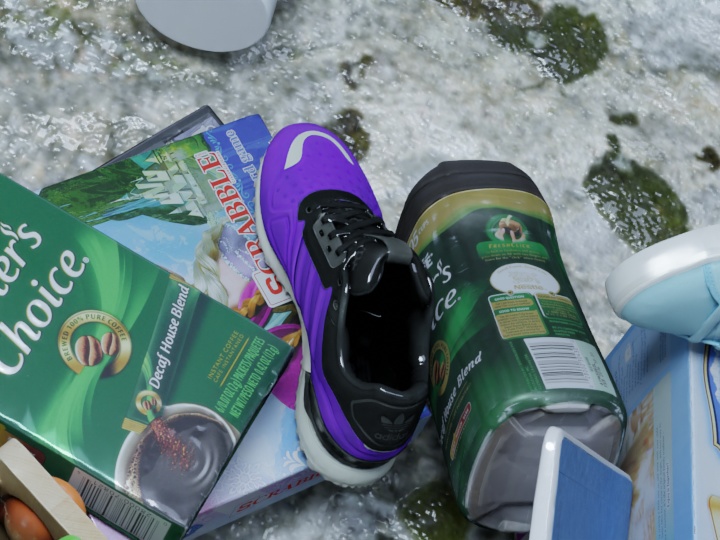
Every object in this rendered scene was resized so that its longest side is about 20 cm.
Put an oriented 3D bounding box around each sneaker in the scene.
[{"bbox_3d":[0.220,0.027,1.186,0.198,0.074,0.082,1,56,-15],"label":"sneaker"},{"bbox_3d":[0.001,0.000,1.227,0.069,0.100,0.201,-2,63,-23],"label":"sneaker"}]

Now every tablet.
[{"bbox_3d":[0.102,0.151,1.141,0.014,0.200,0.131,4,80,17],"label":"tablet"}]

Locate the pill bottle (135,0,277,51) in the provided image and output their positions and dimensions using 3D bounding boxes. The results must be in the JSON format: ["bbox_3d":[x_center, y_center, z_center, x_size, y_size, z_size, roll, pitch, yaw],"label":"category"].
[{"bbox_3d":[-0.070,-0.231,1.402,0.111,0.112,0.201,19,58,-8],"label":"pill bottle"}]

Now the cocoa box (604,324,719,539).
[{"bbox_3d":[0.206,0.115,1.255,0.130,0.134,0.201,10,59,-12],"label":"cocoa box"}]

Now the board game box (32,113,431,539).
[{"bbox_3d":[-0.095,0.035,1.260,0.199,0.041,0.201,-22,71,-27],"label":"board game box"}]

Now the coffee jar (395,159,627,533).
[{"bbox_3d":[0.074,0.035,1.284,0.085,0.105,0.201,1,41,-16],"label":"coffee jar"}]

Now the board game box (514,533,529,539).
[{"bbox_3d":[0.183,0.139,1.334,0.198,0.034,0.135,10,60,-14],"label":"board game box"}]

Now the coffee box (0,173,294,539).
[{"bbox_3d":[-0.147,0.040,1.188,0.199,0.044,0.123,32,58,1],"label":"coffee box"}]

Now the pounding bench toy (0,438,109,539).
[{"bbox_3d":[-0.167,0.164,1.101,0.124,0.200,0.156,46,59,9],"label":"pounding bench toy"}]

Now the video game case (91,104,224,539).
[{"bbox_3d":[-0.093,0.027,1.305,0.180,0.026,0.200,-33,77,-30],"label":"video game case"}]
